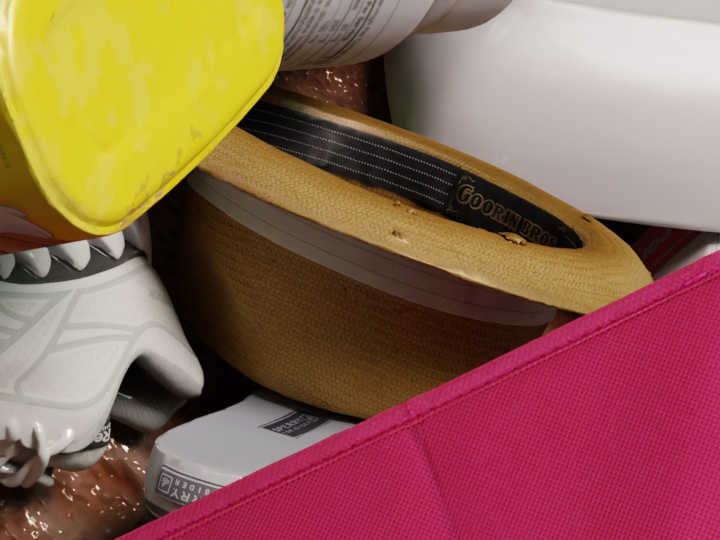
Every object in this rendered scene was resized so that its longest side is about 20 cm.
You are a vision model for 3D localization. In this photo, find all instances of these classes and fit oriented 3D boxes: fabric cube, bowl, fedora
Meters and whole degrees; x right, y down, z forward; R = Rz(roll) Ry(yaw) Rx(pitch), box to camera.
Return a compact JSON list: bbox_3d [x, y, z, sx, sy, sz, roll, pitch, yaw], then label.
[{"bbox_3d":[0.072,0.151,0.760,0.196,0.199,0.200,47,19,-60],"label":"fabric cube"},{"bbox_3d":[0.113,-0.100,1.114,0.199,0.075,0.200,8,34,-6],"label":"bowl"},{"bbox_3d":[0.000,0.000,0.943,0.199,0.082,0.201,20,12,-4],"label":"fedora"}]

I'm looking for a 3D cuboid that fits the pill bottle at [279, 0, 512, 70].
[{"bbox_3d":[-0.040,-0.122,0.929,0.199,0.113,0.114,-8,61,-42],"label":"pill bottle"}]

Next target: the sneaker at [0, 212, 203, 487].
[{"bbox_3d":[-0.120,0.031,0.851,0.200,0.075,0.081,-21,80,-51],"label":"sneaker"}]

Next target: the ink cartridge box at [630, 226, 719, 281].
[{"bbox_3d":[0.161,0.077,1.066,0.145,0.085,0.200,34,34,-15],"label":"ink cartridge box"}]

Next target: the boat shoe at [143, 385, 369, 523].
[{"bbox_3d":[-0.017,0.074,0.918,0.068,0.057,0.200,16,11,23],"label":"boat shoe"}]

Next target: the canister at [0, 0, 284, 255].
[{"bbox_3d":[-0.137,-0.051,0.784,0.149,0.199,0.087,-49,123,-52],"label":"canister"}]
